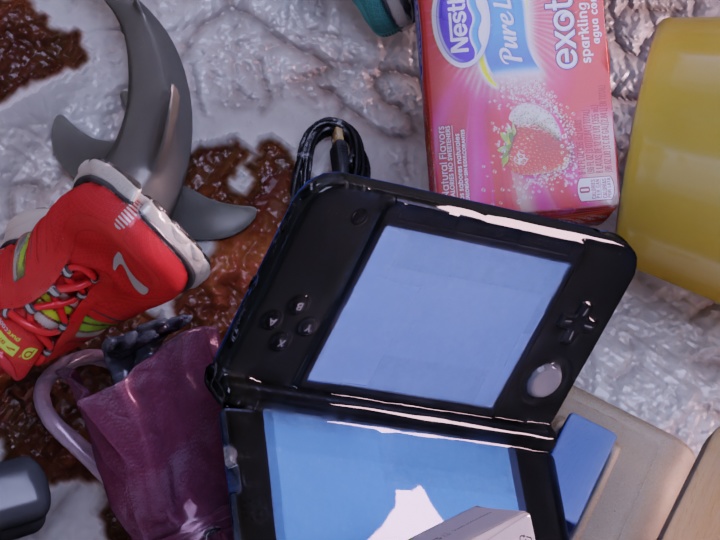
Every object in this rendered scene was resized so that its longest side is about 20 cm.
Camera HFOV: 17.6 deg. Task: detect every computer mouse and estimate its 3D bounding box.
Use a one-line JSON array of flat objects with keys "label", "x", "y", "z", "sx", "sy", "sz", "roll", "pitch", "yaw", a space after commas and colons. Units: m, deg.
[{"label": "computer mouse", "x": 0.000, "y": 0.000, "z": 1.183, "sx": 0.058, "sy": 0.034, "sz": 0.201, "roll": -17, "pitch": 58, "yaw": 1}]

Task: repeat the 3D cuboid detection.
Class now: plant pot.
[{"label": "plant pot", "x": 0.234, "y": -0.049, "z": 1.197, "sx": 0.188, "sy": 0.201, "sz": 0.202, "roll": 10, "pitch": 67, "yaw": 10}]

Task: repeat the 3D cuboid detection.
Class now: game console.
[{"label": "game console", "x": 0.042, "y": 0.069, "z": 1.058, "sx": 0.199, "sy": 0.171, "sz": 0.118, "roll": 10, "pitch": 28, "yaw": -36}]

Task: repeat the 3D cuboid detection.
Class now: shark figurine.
[{"label": "shark figurine", "x": -0.115, "y": -0.093, "z": 1.191, "sx": 0.127, "sy": 0.090, "sz": 0.216, "roll": -2, "pitch": 72, "yaw": -14}]

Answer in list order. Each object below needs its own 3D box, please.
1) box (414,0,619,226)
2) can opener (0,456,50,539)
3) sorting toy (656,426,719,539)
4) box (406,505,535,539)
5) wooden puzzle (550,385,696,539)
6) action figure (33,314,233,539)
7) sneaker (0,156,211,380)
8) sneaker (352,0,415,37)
[{"label": "box", "x": 0.076, "y": -0.122, "z": 1.199, "sx": 0.095, "sy": 0.100, "sz": 0.202, "roll": -4, "pitch": 86, "yaw": 0}, {"label": "can opener", "x": -0.250, "y": 0.115, "z": 1.103, "sx": 0.199, "sy": 0.053, "sz": 0.067, "roll": -15, "pitch": 74, "yaw": -17}, {"label": "sorting toy", "x": 0.212, "y": 0.215, "z": 1.150, "sx": 0.198, "sy": 0.070, "sz": 0.201, "roll": 30, "pitch": 67, "yaw": 1}, {"label": "box", "x": 0.007, "y": 0.208, "z": 0.996, "sx": 0.199, "sy": 0.041, "sz": 0.157, "roll": -22, "pitch": 105, "yaw": -37}, {"label": "wooden puzzle", "x": 0.055, "y": 0.122, "z": 1.165, "sx": 0.199, "sy": 0.046, "sz": 0.186, "roll": 28, "pitch": 67, "yaw": 0}, {"label": "action figure", "x": -0.087, "y": 0.126, "z": 1.091, "sx": 0.134, "sy": 0.148, "sz": 0.201, "roll": -19, "pitch": 92, "yaw": -47}, {"label": "sneaker", "x": -0.134, "y": 0.012, "z": 1.061, "sx": 0.077, "sy": 0.200, "sz": 0.085, "roll": 44, "pitch": 63, "yaw": -10}, {"label": "sneaker", "x": -0.041, "y": -0.203, "z": 1.265, "sx": 0.080, "sy": 0.077, "sz": 0.200, "roll": -39, "pitch": 85, "yaw": 8}]
